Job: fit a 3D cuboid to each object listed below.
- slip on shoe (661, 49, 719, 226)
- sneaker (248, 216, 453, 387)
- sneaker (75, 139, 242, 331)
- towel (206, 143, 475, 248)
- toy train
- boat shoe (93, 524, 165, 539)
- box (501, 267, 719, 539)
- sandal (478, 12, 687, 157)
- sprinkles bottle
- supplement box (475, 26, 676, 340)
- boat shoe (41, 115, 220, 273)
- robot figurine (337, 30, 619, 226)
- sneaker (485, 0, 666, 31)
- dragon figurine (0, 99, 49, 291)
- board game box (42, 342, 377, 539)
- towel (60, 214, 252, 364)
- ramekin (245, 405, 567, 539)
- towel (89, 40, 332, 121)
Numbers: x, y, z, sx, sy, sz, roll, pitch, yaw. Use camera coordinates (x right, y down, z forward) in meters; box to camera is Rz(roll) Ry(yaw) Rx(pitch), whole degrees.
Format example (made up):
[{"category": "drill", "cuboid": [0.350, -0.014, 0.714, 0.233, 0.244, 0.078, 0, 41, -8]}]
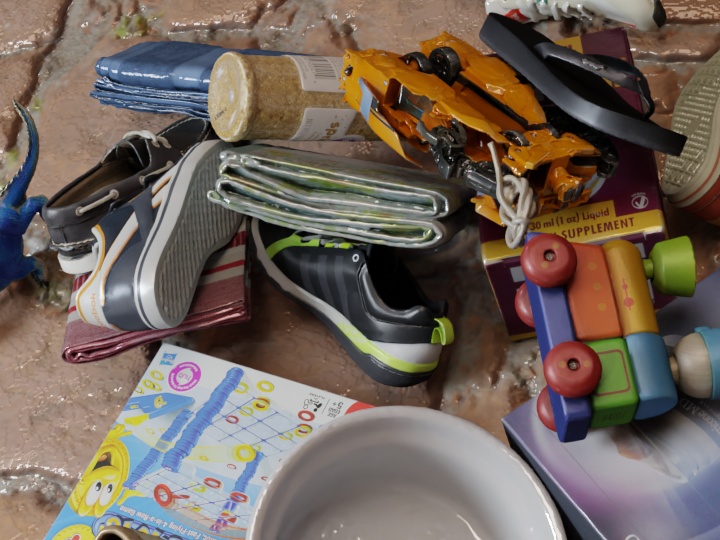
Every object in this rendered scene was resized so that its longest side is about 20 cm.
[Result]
[{"category": "slip on shoe", "cuboid": [0.275, -0.108, 1.323, 0.074, 0.061, 0.200, -35, 24, 43]}, {"category": "sneaker", "cuboid": [0.000, 0.000, 1.295, 0.072, 0.083, 0.200, -13, 46, -46]}, {"category": "sneaker", "cuboid": [-0.149, -0.030, 1.303, 0.079, 0.079, 0.200, -6, 32, 23]}, {"category": "towel", "cuboid": [-0.009, -0.054, 1.280, 0.171, 0.200, 0.048, 12, 98, 7]}, {"category": "toy train", "cuboid": [0.153, -0.002, 1.087, 0.116, 0.085, 0.200, -9, 67, -2]}, {"category": "boat shoe", "cuboid": [-0.135, 0.258, 1.106, 0.071, 0.065, 0.200, -23, 64, 11]}, {"category": "box", "cuboid": [0.229, 0.132, 1.112, 0.198, 0.123, 0.200, -34, 51, -8]}, {"category": "sandal", "cuboid": [0.151, -0.139, 1.224, 0.200, 0.076, 0.043, 44, 114, 42]}, {"category": "sprinkles bottle", "cuboid": [-0.015, -0.131, 1.355, 0.200, 0.068, 0.068, -1, 43, -30]}, {"category": "supplement box", "cuboid": [0.153, -0.065, 1.295, 0.131, 0.103, 0.200, -12, 51, 10]}, {"category": "boat shoe", "cuboid": [-0.179, -0.076, 1.406, 0.074, 0.060, 0.200, 6, 38, 40]}, {"category": "robot figurine", "cuboid": [0.082, -0.098, 1.220, 0.145, 0.058, 0.200, -15, 44, -35]}, {"category": "sneaker", "cuboid": [0.157, -0.225, 1.449, 0.200, 0.070, 0.093, 37, 88, 33]}, {"category": "dragon figurine", "cuboid": [-0.292, -0.027, 1.379, 0.059, 0.200, 0.099, 30, 29, 30]}, {"category": "board game box", "cuboid": [-0.095, 0.165, 1.226, 0.200, 0.056, 0.196, 14, 59, 26]}, {"category": "towel", "cuboid": [-0.152, -0.005, 1.361, 0.144, 0.023, 0.200, -14, 32, 7]}, {"category": "ramekin", "cuboid": [0.023, 0.194, 1.104, 0.200, 0.098, 0.201, 4, 64, -9]}, {"category": "towel", "cuboid": [-0.112, -0.153, 1.459, 0.200, 0.049, 0.112, 8, 22, 22]}]
